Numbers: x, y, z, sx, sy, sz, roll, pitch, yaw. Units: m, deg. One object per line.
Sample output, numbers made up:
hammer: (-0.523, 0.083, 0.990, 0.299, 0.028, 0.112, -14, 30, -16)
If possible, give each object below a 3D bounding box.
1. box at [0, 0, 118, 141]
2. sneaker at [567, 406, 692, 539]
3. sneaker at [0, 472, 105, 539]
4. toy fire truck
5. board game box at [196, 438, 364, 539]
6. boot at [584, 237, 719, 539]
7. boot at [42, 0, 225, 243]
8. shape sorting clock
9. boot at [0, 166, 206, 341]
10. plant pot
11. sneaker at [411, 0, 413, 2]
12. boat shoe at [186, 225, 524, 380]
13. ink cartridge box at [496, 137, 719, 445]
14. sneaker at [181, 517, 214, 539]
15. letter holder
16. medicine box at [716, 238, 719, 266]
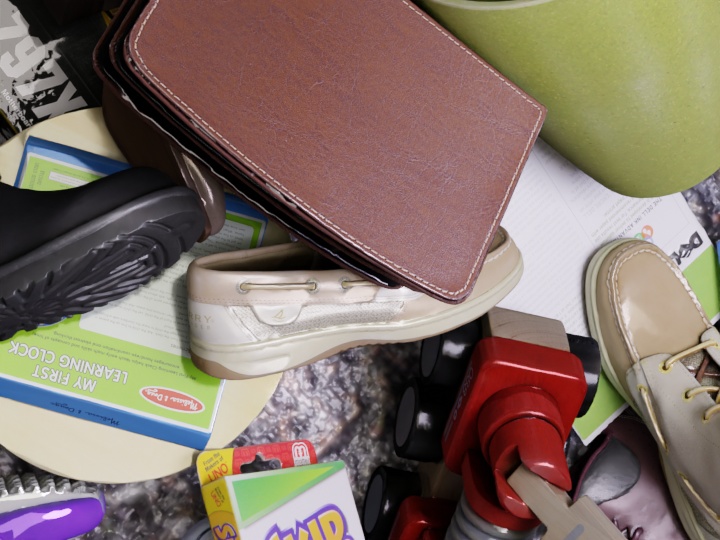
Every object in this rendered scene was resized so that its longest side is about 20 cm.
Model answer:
box: (-0.120, -0.103, 1.113, 0.159, 0.049, 0.201, -38, 100, -15)
sneaker: (0.174, 0.177, 1.199, 0.114, 0.076, 0.202, -8, 80, -14)
sneaker: (-0.225, 0.175, 1.057, 0.198, 0.070, 0.101, -17, 94, -11)
toy fire truck: (0.088, 0.144, 1.070, 0.127, 0.201, 0.177, 12, 121, -12)
board game box: (-0.026, 0.187, 1.055, 0.095, 0.030, 0.202, -2, 69, -49)
boot: (0.205, 0.071, 1.096, 0.072, 0.155, 0.202, -25, 94, -16)
boot: (-0.078, -0.131, 1.053, 0.145, 0.070, 0.201, -28, 86, -29)
shape sorting clock: (-0.131, 0.013, 1.063, 0.198, 0.039, 0.202, 1, 85, -11)
boot: (-0.195, -0.049, 1.001, 0.209, 0.079, 0.159, -21, 76, 7)
plant pot: (0.131, -0.137, 1.046, 0.187, 0.186, 0.201, -47, 136, -15)
sneaker: (0.053, -0.224, 1.178, 0.075, 0.070, 0.202, 23, 75, 0)
boat shoe: (0.000, 0.000, 1.047, 0.198, 0.072, 0.066, -15, 113, -24)
ink cartridge box: (0.114, -0.021, 1.179, 0.148, 0.076, 0.201, -41, 110, -16)
sneaker: (-0.014, 0.203, 1.126, 0.199, 0.071, 0.073, 34, 78, -15)
letter holder: (-0.031, -0.067, 0.956, 0.199, 0.100, 0.143, 36, 52, -15)
medicine box: (0.324, 0.060, 1.204, 0.181, 0.102, 0.202, -10, 90, -41)
